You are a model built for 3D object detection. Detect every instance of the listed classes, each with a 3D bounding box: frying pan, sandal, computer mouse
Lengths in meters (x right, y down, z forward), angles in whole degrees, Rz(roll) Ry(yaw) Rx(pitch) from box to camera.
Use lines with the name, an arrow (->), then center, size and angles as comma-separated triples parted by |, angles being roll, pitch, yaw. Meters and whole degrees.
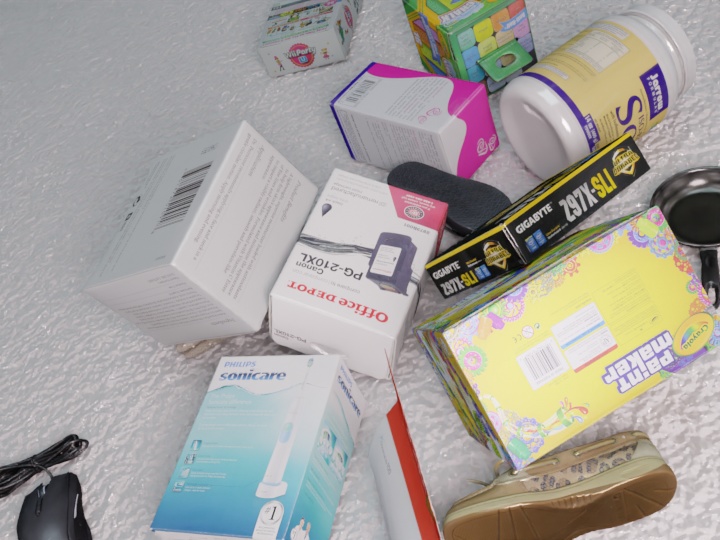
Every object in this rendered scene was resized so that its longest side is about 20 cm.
frying pan -> 0.372, -0.039, 0.861 | 0.113, 0.031, 0.192 | -20, 45, 7
sandal -> 0.114, -0.080, 1.023 | 0.076, 0.043, 0.200 | -33, 43, -20
computer mouse -> -0.362, 0.267, 0.903 | 0.139, 0.046, 0.201 | -24, 42, 0

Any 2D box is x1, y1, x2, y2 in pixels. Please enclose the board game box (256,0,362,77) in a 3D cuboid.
board game box -> -0.085, -0.433, 1.461 | 0.145, 0.065, 0.202 | -8, 43, 20

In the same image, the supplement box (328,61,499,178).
supplement box -> 0.071, -0.195, 1.114 | 0.199, 0.104, 0.101 | 23, 60, 42

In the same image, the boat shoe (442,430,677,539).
boat shoe -> 0.163, 0.190, 0.711 | 0.197, 0.074, 0.063 | -13, 36, -2

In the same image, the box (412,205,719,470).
box -> 0.167, 0.054, 0.730 | 0.198, 0.123, 0.193 | -30, -1, -4

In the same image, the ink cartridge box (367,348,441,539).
ink cartridge box -> 0.036, 0.190, 0.668 | 0.056, 0.201, 0.164 | -20, 41, 2

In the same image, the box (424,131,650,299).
box -> 0.181, -0.054, 0.866 | 0.199, 0.050, 0.159 | -34, 2, -26

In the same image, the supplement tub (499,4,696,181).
supplement tub -> 0.280, -0.208, 0.991 | 0.199, 0.146, 0.145 | -36, 42, -11

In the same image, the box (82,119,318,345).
box -> -0.180, -0.036, 0.959 | 0.198, 0.131, 0.201 | -12, 47, 44

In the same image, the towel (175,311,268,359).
towel -> -0.147, 0.019, 1.037 | 0.198, 0.035, 0.134 | -27, 45, 13

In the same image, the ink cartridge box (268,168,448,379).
ink cartridge box -> 0.000, 0.000, 0.931 | 0.143, 0.085, 0.201 | 18, 53, 9

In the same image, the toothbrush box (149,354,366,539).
toothbrush box -> -0.093, 0.186, 0.823 | 0.144, 0.086, 0.202 | -5, 46, 23

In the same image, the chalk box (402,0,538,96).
chalk box -> 0.165, -0.332, 1.189 | 0.124, 0.125, 0.200 | -30, 42, -5
